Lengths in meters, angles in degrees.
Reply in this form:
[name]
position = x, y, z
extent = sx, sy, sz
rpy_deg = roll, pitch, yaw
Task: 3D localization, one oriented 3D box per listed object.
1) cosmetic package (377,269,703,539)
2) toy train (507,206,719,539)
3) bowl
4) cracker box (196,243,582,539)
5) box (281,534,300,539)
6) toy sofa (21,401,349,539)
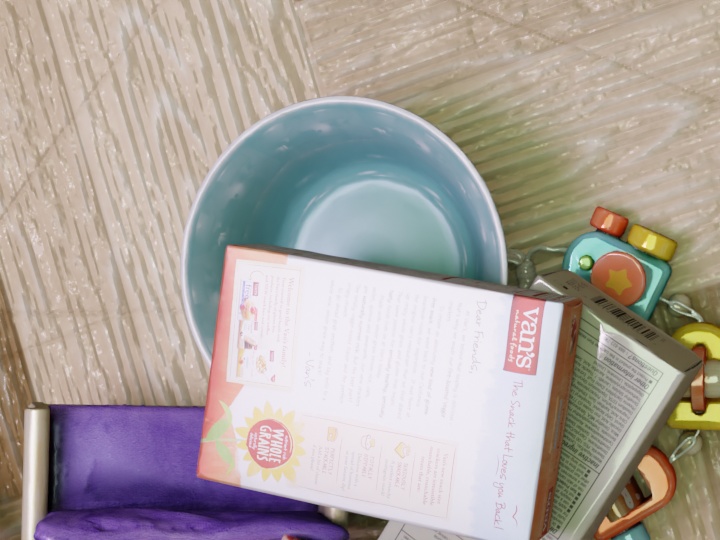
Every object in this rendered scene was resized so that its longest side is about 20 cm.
[cosmetic package]
position = 0.101, 0.111, 1.025
extent = 0.103, 0.073, 0.201
rpy_deg = 35, 105, 15
[toy train]
position = 0.153, 0.064, 1.066
extent = 0.149, 0.056, 0.202
rpy_deg = -26, 85, 12
[bowl]
position = 0.000, 0.000, 1.076
extent = 0.198, 0.105, 0.203
rpy_deg = 0, 90, 14
[cracker box]
position = 0.015, 0.066, 0.984
extent = 0.198, 0.058, 0.136
rpy_deg = 10, 95, 19
[box]
position = 0.025, 0.247, 1.014
extent = 0.199, 0.103, 0.095
rpy_deg = 31, 90, -16
[toy sofa]
position = -0.104, 0.124, 1.069
extent = 0.198, 0.098, 0.084
rpy_deg = 2, 90, -13
